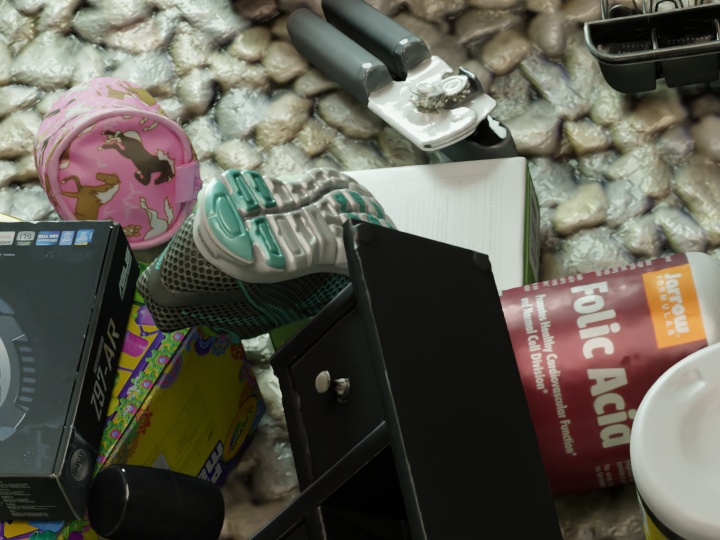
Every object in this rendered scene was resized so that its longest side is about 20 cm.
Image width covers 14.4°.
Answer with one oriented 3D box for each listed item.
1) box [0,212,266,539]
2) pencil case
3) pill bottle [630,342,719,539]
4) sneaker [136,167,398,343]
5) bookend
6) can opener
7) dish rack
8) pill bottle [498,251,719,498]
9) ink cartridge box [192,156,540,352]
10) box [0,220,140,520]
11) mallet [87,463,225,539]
[{"bbox_3d":[-0.189,0.091,1.539,0.192,0.122,0.200,19,61,25],"label":"box"},{"bbox_3d":[-0.137,-0.061,1.599,0.086,0.083,0.200,-35,11,-1],"label":"pencil case"},{"bbox_3d":[0.196,0.133,1.369,0.114,0.200,0.115,-7,53,9],"label":"pill bottle"},{"bbox_3d":[-0.045,-0.002,1.479,0.091,0.200,0.078,-40,66,24],"label":"sneaker"},{"bbox_3d":[-0.007,0.116,1.418,0.199,0.092,0.201,-42,47,38],"label":"bookend"},{"bbox_3d":[0.019,-0.109,1.670,0.053,0.067,0.200,-31,38,-13],"label":"can opener"},{"bbox_3d":[0.206,-0.195,1.701,0.153,0.055,0.201,-7,53,7],"label":"dish rack"},{"bbox_3d":[0.144,0.054,1.493,0.199,0.114,0.115,-12,52,5],"label":"pill bottle"},{"bbox_3d":[0.000,0.000,1.601,0.199,0.059,0.104,-4,53,10],"label":"ink cartridge box"},{"bbox_3d":[-0.227,0.050,1.474,0.199,0.044,0.161,0,54,15],"label":"box"},{"bbox_3d":[-0.095,0.196,1.420,0.041,0.066,0.201,-21,70,49],"label":"mallet"}]
